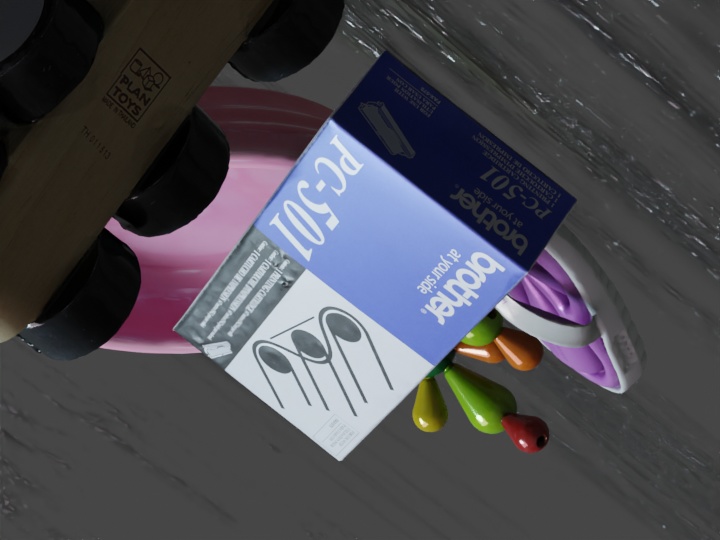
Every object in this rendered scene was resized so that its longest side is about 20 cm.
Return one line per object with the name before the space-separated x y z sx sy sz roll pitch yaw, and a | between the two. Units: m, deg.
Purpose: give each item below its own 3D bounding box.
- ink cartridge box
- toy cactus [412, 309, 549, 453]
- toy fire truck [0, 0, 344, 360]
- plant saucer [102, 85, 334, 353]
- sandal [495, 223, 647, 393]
ink cartridge box | 0.000 0.000 0.965 0.094 0.044 0.200 38 147 -1
toy cactus | 0.002 0.021 1.250 0.200 0.102 0.165 30 -174 -31
toy fire truck | -0.120 -0.077 0.831 0.200 0.176 0.129 28 170 45
plant saucer | -0.069 -0.024 1.066 0.200 0.051 0.201 -4 155 -2
sandal | 0.064 0.007 1.003 0.082 0.050 0.203 26 167 43
